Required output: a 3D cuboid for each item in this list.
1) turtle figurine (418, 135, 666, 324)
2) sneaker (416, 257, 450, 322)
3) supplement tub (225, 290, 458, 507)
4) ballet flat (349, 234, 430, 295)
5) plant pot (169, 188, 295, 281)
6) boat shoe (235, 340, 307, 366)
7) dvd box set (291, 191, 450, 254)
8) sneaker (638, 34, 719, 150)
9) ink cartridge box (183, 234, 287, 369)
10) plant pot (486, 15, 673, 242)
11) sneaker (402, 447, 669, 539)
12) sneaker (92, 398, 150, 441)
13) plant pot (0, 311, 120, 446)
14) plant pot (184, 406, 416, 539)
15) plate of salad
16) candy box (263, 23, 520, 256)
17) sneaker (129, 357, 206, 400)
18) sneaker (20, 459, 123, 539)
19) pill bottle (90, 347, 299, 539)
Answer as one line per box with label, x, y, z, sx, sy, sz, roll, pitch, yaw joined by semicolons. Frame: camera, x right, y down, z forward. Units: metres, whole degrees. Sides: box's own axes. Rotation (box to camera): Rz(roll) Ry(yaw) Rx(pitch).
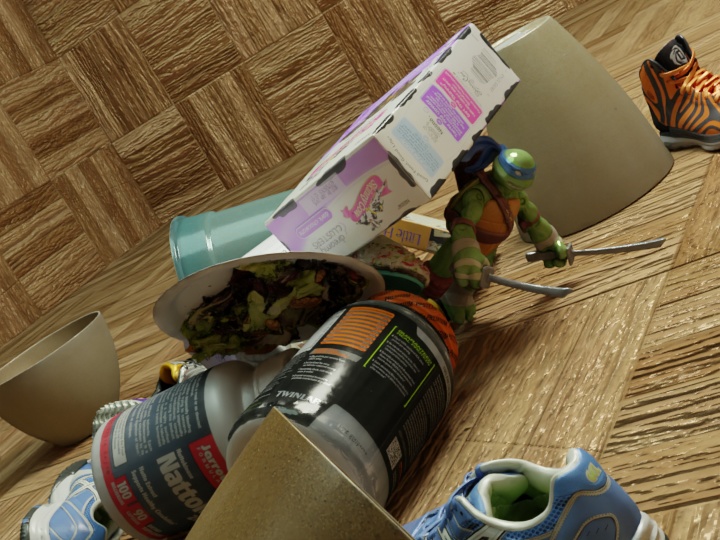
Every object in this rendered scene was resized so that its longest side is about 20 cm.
turtle figurine;0.123;0.002;0.951;0.194;0.199;0.144;-52;1;44
sneaker;0.018;0.007;1.109;0.090;0.070;0.200;-29;49;-24
supplement tub;-0.004;0.104;0.815;0.122;0.123;0.200;-22;15;37
ballet flat;0.000;0.000;0.980;0.200;0.075;0.064;-22;48;57
plant pot;-0.125;-0.014;1.437;0.195;0.202;0.200;-22;14;8
boat shoe;-0.067;0.079;1.055;0.071;0.076;0.200;-14;42;-36
dvd box set;0.038;-0.049;1.158;0.198;0.030;0.146;15;8;17
sneaker;0.356;-0.190;1.119;0.077;0.113;0.200;-35;13;-17
ink cartridge box;-0.069;0.054;1.173;0.175;0.084;0.200;36;58;28
plant pot;0.210;-0.165;1.165;0.186;0.201;0.187;-30;13;7
sneaker;0.071;0.143;0.592;0.199;0.077;0.076;-23;16;40
sneaker;-0.171;0.161;1.079;0.198;0.070;0.099;-9;-11;20
plant pot;-0.422;0.170;1.525;0.199;0.135;0.200;-29;12;7
plant pot;-0.038;0.196;0.467;0.200;0.186;0.186;-47;15;-9
plate of salad;-0.075;0.037;0.905;0.198;0.048;0.200;-8;-25;-3
candy box;0.028;-0.105;0.935;0.167;0.072;0.200;-33;15;46
sneaker;-0.184;0.129;1.239;0.078;0.083;0.200;-16;19;50
sneaker;-0.261;0.239;1.032;0.076;0.076;0.200;-4;12;1
pill bottle;-0.124;0.148;0.935;0.199;0.120;0.120;-27;13;19
